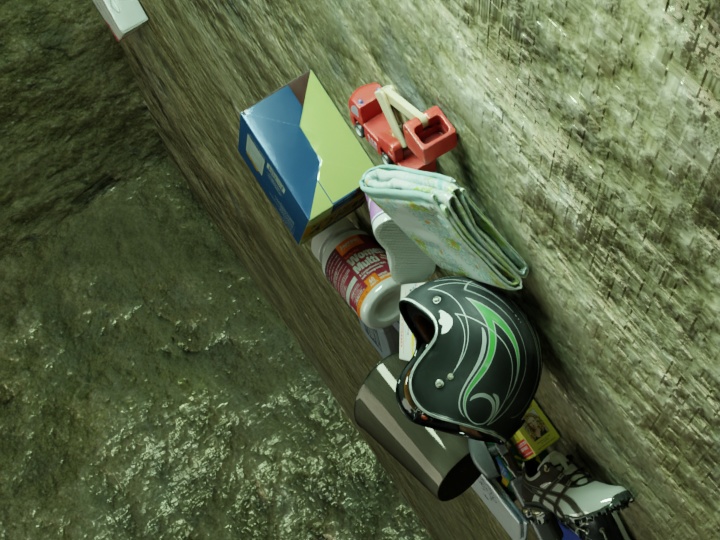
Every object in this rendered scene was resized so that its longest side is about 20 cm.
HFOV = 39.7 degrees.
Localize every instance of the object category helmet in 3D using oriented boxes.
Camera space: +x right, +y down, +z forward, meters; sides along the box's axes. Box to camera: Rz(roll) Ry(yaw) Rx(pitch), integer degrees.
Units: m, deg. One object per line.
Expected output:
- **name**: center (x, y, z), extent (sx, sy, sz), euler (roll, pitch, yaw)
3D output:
- **helmet**: center (0.133, 0.107, 1.273), extent (0.198, 0.193, 0.200), euler (15, 167, 4)

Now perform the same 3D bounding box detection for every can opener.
- **can opener**: center (0.228, 0.324, 1.485), extent (0.202, 0.066, 0.053), euler (63, -163, 6)

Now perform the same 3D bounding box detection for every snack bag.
- **snack bag**: center (0.218, 0.380, 1.685), extent (0.189, 0.021, 0.201), euler (50, 169, 27)

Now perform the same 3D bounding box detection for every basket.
- **basket**: center (0.101, 0.257, 1.591), extent (0.200, 0.135, 0.182), euler (45, 151, 33)

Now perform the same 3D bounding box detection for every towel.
- **towel**: center (0.099, -0.052, 1.216), extent (0.171, 0.048, 0.200), euler (47, 168, -28)

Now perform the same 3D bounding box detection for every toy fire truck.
- **toy fire truck**: center (0.046, -0.181, 1.239), extent (0.200, 0.048, 0.142), euler (52, 167, 31)

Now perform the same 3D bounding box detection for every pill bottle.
- **pill bottle**: center (0.000, 0.000, 1.747), extent (0.200, 0.109, 0.110), euler (49, 166, 37)

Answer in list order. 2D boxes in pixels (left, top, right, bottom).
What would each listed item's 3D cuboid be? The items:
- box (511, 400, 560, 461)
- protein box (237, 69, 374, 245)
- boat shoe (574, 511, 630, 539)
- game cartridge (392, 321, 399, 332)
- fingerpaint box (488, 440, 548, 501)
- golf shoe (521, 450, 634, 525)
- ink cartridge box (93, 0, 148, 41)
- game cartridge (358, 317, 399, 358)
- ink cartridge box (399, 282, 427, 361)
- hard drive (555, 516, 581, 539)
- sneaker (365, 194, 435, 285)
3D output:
- **box**: center (0.212, 0.182, 1.482), extent (0.201, 0.050, 0.075), euler (55, 167, 11)
- **protein box**: center (-0.089, -0.174, 1.604), extent (0.200, 0.134, 0.200), euler (57, 168, 4)
- **boat shoe**: center (0.341, 0.374, 1.416), extent (0.201, 0.060, 0.076), euler (56, 168, 11)
- **game cartridge**: center (0.075, 0.083, 1.844), extent (0.200, 0.038, 0.130), euler (50, 170, 34)
- **fingerpaint box**: center (0.222, 0.285, 1.647), extent (0.167, 0.073, 0.200), euler (53, 167, 21)
- **golf shoe**: center (0.283, 0.294, 1.362), extent (0.199, 0.077, 0.096), euler (-22, 78, 55)
- **ink cartridge box**: center (-0.647, -0.706, 2.675), extent (0.146, 0.083, 0.200), euler (61, 168, -15)
- **game cartridge**: center (0.037, 0.113, 2.071), extent (0.133, 0.041, 0.201), euler (46, 164, 31)
- **ink cartridge box**: center (0.106, 0.078, 1.468), extent (0.200, 0.067, 0.118), euler (170, 103, -74)
- **hard drive**: center (0.318, 0.406, 1.579), extent (0.132, 0.025, 0.200), euler (38, 165, 21)
- **sneaker**: center (0.058, -0.066, 1.488), extent (0.201, 0.072, 0.115), euler (65, -174, -54)
